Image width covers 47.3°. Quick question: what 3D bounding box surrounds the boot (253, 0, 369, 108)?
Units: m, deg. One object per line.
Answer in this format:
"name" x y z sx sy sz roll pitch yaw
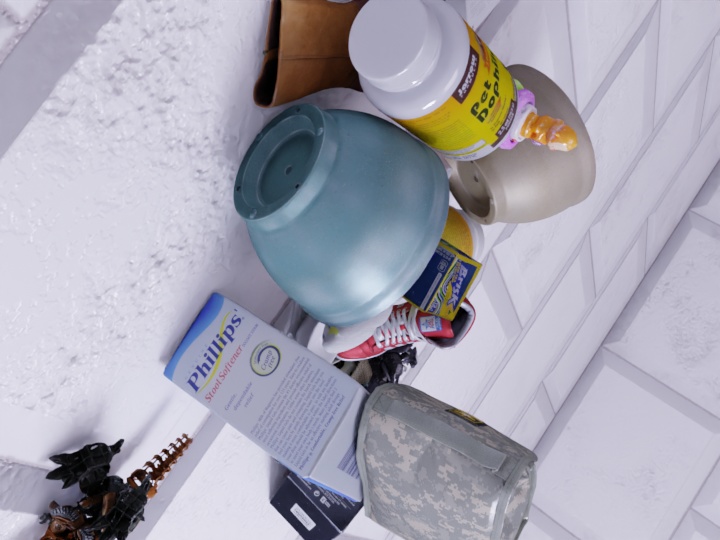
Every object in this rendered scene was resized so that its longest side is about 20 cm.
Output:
"boot" -0.010 -0.250 0.757 0.198 0.068 0.191 -17 141 -44

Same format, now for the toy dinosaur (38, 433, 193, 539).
"toy dinosaur" -0.255 0.230 0.814 0.137 0.100 0.202 109 6 -57

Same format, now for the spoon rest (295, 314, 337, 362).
"spoon rest" -0.071 0.124 1.026 0.201 0.060 0.100 -53 154 -9

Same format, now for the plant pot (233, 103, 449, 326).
"plant pot" -0.033 -0.068 0.766 0.133 0.199 0.202 34 89 -40

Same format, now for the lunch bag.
"lunch bag" 0.086 0.201 0.817 0.118 0.162 0.202 -50 153 -30

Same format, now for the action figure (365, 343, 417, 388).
"action figure" 0.046 0.170 1.240 0.117 0.102 0.203 -25 107 -4

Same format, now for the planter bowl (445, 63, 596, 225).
"planter bowl" 0.186 -0.143 1.065 0.133 0.201 0.202 -31 147 -14

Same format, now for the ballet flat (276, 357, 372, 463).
"ballet flat" -0.058 0.168 1.108 0.200 0.067 0.077 -42 129 -37

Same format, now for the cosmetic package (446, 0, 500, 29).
"cosmetic package" 0.157 -0.364 0.913 0.201 0.050 0.083 -50 151 -16

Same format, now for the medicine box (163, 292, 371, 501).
"medicine box" -0.076 0.137 0.871 0.104 0.198 0.182 -57 154 -10

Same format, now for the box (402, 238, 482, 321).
"box" 0.028 -0.029 0.870 0.064 0.199 0.071 19 103 -54

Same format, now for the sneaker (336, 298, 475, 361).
"sneaker" 0.057 0.074 1.074 0.196 0.073 0.112 -20 -171 -5

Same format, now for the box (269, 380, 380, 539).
"box" -0.023 0.281 1.167 0.182 0.104 0.201 -43 171 -27

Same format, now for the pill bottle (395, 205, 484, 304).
"pill bottle" 0.083 -0.028 1.074 0.199 0.112 0.115 -16 133 -55

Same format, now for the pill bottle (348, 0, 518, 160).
"pill bottle" 0.069 -0.180 0.766 0.199 0.108 0.111 17 104 -59

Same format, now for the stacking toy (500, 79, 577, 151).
"stacking toy" 0.161 -0.184 0.945 0.111 0.198 0.116 -60 155 7

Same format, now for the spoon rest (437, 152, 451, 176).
"spoon rest" 0.061 -0.122 0.958 0.060 0.101 0.199 -32 169 19

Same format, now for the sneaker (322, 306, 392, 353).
"sneaker" 0.000 0.000 0.981 0.075 0.106 0.201 6 127 -49
